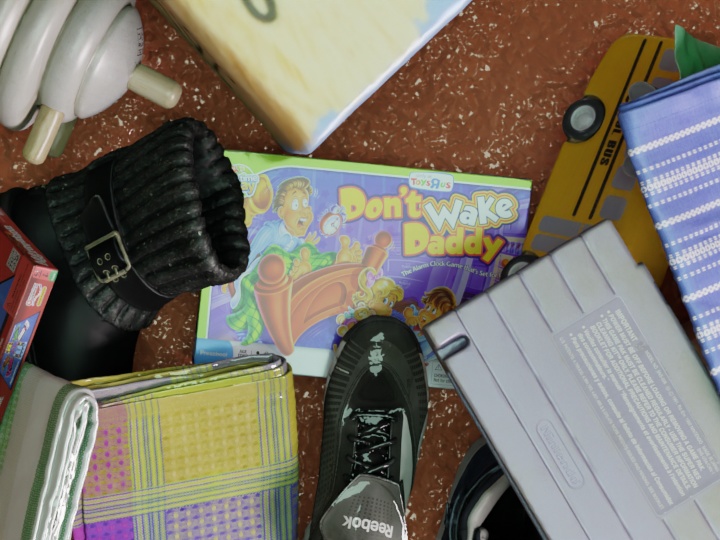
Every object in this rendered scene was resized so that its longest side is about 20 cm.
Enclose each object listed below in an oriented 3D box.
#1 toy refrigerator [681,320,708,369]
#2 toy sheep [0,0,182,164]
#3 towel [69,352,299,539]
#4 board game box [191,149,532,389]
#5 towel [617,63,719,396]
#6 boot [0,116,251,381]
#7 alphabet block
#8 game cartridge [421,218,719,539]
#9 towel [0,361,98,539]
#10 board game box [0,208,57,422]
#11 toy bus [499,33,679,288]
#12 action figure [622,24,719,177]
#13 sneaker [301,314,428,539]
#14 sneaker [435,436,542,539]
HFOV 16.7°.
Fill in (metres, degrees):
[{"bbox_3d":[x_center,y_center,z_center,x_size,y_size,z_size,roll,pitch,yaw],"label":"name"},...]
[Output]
[{"bbox_3d":[0.251,0.052,1.538,0.199,0.076,0.070,-27,95,-4],"label":"toy refrigerator"},{"bbox_3d":[-0.199,-0.142,1.465,0.199,0.138,0.138,25,91,-2],"label":"toy sheep"},{"bbox_3d":[-0.106,0.141,1.486,0.143,0.023,0.201,-11,123,-13],"label":"towel"},{"bbox_3d":[0.000,0.000,1.529,0.199,0.045,0.135,5,93,-5],"label":"board game box"},{"bbox_3d":[0.237,-0.023,1.381,0.144,0.024,0.201,-21,89,-22],"label":"towel"},{"bbox_3d":[-0.133,0.027,1.476,0.157,0.079,0.212,-16,94,18],"label":"boot"},{"bbox_3d":[-0.036,-0.204,1.441,0.195,0.196,0.200,-44,95,-3],"label":"alphabet block"},{"bbox_3d":[0.138,0.086,1.374,0.129,0.038,0.201,-29,86,-10],"label":"game cartridge"},{"bbox_3d":[-0.222,0.122,1.452,0.031,0.200,0.150,14,91,-36],"label":"towel"},{"bbox_3d":[-0.239,0.067,1.449,0.019,0.103,0.201,13,107,-35],"label":"board game box"},{"bbox_3d":[0.156,-0.042,1.505,0.078,0.065,0.201,12,74,38],"label":"toy bus"},{"bbox_3d":[0.227,-0.080,1.476,0.054,0.200,0.119,10,95,38],"label":"action figure"},{"bbox_3d":[0.005,0.128,1.486,0.066,0.091,0.201,8,111,-8],"label":"sneaker"},{"bbox_3d":[0.074,0.205,1.497,0.076,0.146,0.204,12,93,-7],"label":"sneaker"}]
